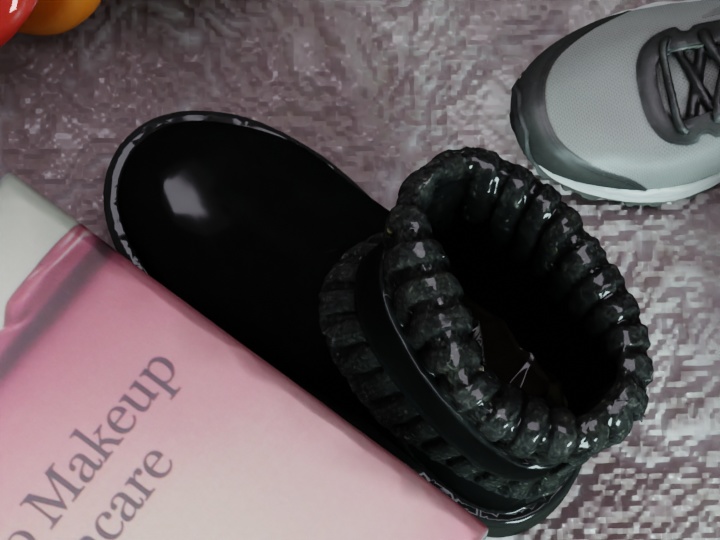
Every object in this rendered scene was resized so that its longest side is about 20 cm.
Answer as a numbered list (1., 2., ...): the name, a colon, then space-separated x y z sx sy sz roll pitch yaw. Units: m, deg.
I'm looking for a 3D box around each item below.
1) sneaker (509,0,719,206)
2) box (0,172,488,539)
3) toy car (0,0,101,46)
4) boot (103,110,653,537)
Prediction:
1. sneaker: 0.151 -0.074 0.951 0.199 0.079 0.074 -9 76 -3
2. box: -0.074 0.085 0.883 0.200 0.109 0.128 36 76 8
3. toy car: -0.141 -0.148 0.908 0.175 0.200 0.150 30 81 26
4. boot: 0.002 -0.002 0.884 0.211 0.158 0.080 35 76 8
